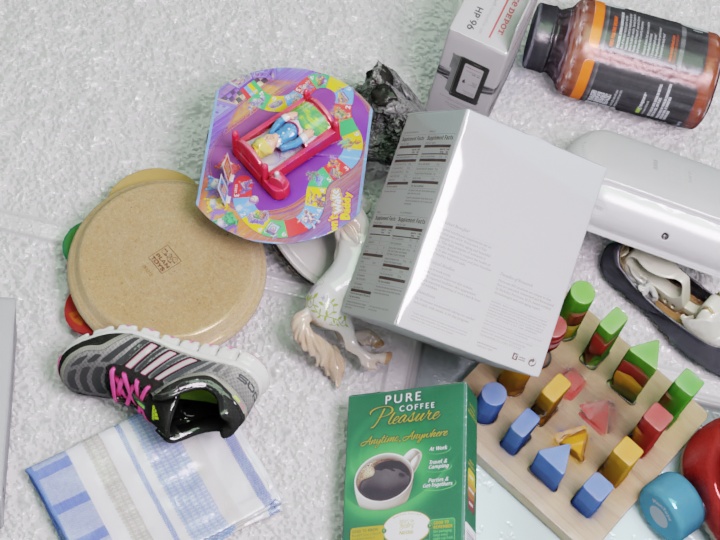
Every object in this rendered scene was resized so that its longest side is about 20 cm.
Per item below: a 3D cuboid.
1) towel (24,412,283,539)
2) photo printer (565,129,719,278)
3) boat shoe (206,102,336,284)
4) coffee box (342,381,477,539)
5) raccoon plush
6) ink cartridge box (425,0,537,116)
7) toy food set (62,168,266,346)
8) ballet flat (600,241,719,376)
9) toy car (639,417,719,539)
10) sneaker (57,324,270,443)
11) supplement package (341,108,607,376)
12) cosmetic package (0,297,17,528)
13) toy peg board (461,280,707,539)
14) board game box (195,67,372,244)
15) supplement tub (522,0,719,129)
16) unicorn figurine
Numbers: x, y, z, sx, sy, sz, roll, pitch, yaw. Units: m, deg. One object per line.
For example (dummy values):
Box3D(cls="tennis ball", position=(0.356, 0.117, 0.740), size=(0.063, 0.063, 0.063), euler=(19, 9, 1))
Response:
Box3D(cls="towel", position=(-0.187, 0.197, 1.657), size=(0.199, 0.024, 0.148), euler=(-24, 68, -20))
Box3D(cls="photo printer", position=(0.293, -0.073, 1.818), size=(0.198, 0.070, 0.167), euler=(20, 24, 2))
Box3D(cls="boat shoe", position=(-0.088, -0.069, 1.793), size=(0.074, 0.060, 0.201), euler=(-33, 87, -33))
Box3D(cls="coffee box", position=(0.046, 0.205, 1.653), size=(0.122, 0.044, 0.202), euler=(-10, 60, 19))
Box3D(cls="raccoon plush", position=(0.017, -0.110, 1.829), size=(0.134, 0.097, 0.200), euler=(-39, 97, 14))
Box3D(cls="ink cartridge box", position=(0.129, -0.239, 1.840), size=(0.067, 0.200, 0.117), euler=(24, 61, 4))
Box3D(cls="toy food set", position=(-0.190, 0.000, 1.744), size=(0.199, 0.049, 0.198), euler=(34, 64, 11))
Box3D(cls="ballet flat", position=(0.324, 0.034, 1.805), size=(0.200, 0.073, 0.073), euler=(40, 63, 12))
Box3D(cls="toy car", position=(0.388, 0.193, 1.653), size=(0.183, 0.200, 0.178), euler=(-29, 74, -22))
Box3D(cls="sneaker", position=(-0.186, 0.109, 1.653), size=(0.198, 0.074, 0.088), euler=(8, 40, 6))
Box3D(cls="supplement package", position=(0.102, -0.027, 1.663), size=(0.151, 0.150, 0.202), euler=(20, 86, -20))
Box3D(cls="cosmetic package", position=(-0.365, 0.126, 1.637), size=(0.101, 0.074, 0.202), euler=(4, 60, -8))
Box3D(cls="toy peg board", position=(0.209, 0.123, 1.722), size=(0.200, 0.098, 0.199), euler=(41, 63, 13))
Box3D(cls="board game box", position=(-0.072, -0.121, 1.726), size=(0.156, 0.039, 0.202), euler=(5, 61, 4))
Box3D(cls="supplement tub", position=(0.274, -0.223, 1.911), size=(0.198, 0.107, 0.108), euler=(15, 61, -2))
Box3D(cls="unicorn figurine", position=(0.000, 0.000, 1.738), size=(0.137, 0.074, 0.201), euler=(38, 62, -18))
